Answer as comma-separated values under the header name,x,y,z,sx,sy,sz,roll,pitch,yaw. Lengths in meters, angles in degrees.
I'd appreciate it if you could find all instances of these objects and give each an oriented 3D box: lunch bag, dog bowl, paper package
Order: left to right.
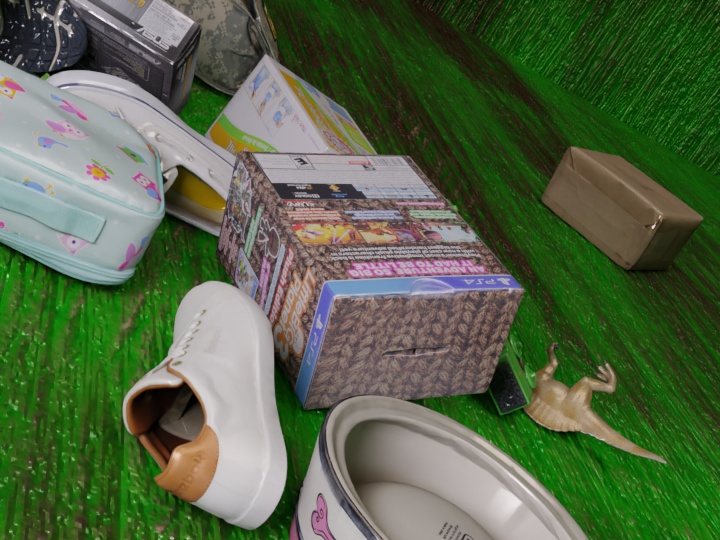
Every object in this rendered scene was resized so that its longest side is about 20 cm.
name,x,y,z,sx,sy,sz,roll,pitch,yaw
lunch bag,-0.235,-0.073,0.817,0.198,0.077,0.161,24,23,-25
lunch bag,-0.171,-0.293,1.387,0.199,0.118,0.164,32,18,-20
dog bowl,0.046,0.165,0.692,0.199,0.074,0.200,30,19,-11
paper package,0.400,-0.094,1.821,0.190,0.104,0.199,43,22,26

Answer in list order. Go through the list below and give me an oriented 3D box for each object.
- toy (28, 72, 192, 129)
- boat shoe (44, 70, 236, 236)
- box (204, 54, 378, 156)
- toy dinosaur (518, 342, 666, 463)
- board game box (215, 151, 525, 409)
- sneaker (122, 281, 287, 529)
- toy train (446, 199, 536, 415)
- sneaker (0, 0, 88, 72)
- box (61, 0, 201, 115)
name,x,y,z,sx,sy,sz,roll,pitch,yaw
toy,-0.191,-0.122,1.045,0.198,0.047,0.116,20,25,-31
boat shoe,-0.171,-0.080,0.955,0.201,0.074,0.087,33,32,-35
box,-0.052,-0.094,1.094,0.112,0.102,0.200,30,18,-36
toy dinosaur,0.190,0.122,1.078,0.199,0.059,0.101,32,33,20
board game box,0.000,0.000,0.913,0.158,0.098,0.200,-1,35,-28
sneaker,-0.099,0.061,0.712,0.084,0.073,0.201,25,22,-28
toy train,0.096,0.030,1.018,0.202,0.041,0.056,64,20,-7
sneaker,-0.325,-0.226,1.007,0.198,0.078,0.086,17,12,-9
box,-0.243,-0.221,1.069,0.199,0.049,0.158,32,-19,-2
